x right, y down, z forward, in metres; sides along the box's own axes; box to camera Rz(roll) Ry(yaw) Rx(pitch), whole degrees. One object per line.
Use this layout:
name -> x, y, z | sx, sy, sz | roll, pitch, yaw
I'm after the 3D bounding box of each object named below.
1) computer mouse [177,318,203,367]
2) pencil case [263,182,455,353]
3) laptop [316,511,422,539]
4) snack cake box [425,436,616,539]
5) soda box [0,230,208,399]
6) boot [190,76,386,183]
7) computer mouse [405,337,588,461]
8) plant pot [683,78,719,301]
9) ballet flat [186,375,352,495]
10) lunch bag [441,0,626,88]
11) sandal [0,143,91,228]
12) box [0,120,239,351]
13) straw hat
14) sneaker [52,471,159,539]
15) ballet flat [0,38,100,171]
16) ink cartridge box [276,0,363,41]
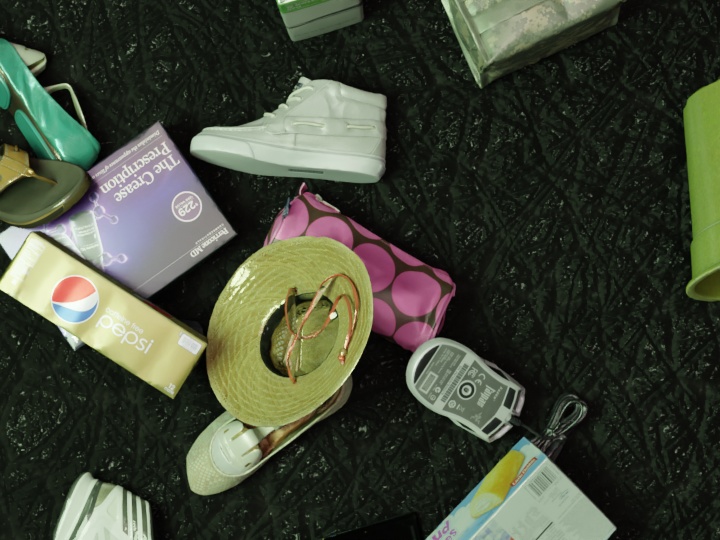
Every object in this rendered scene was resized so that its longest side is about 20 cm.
computer mouse -> -0.151, 0.078, 1.697 | 0.198, 0.034, 0.059 | 2, 86, -1
pencil case -> 0.000, 0.000, 1.681 | 0.199, 0.091, 0.094 | 31, 73, -1
laptop -> -0.031, 0.361, 1.694 | 0.199, 0.116, 0.189 | -12, 87, -31
snack cake box -> 0.140, 0.280, 1.656 | 0.200, 0.067, 0.115 | -46, 111, -3
soda box -> -0.244, 0.041, 1.606 | 0.199, 0.068, 0.064 | 34, 89, -5
boot -> -0.070, -0.148, 1.701 | 0.198, 0.074, 0.097 | 6, 80, -9
computer mouse -> 0.125, 0.128, 1.675 | 0.199, 0.044, 0.110 | 35, 92, -21
plant pot -> 0.398, -0.090, 1.657 | 0.198, 0.200, 0.192 | -10, 74, -2
ballet flat -> -0.096, 0.153, 1.679 | 0.199, 0.062, 0.068 | -37, 88, -3
lunch bag -> 0.153, -0.315, 1.688 | 0.163, 0.118, 0.201 | -24, 81, -2
sandal -> -0.350, -0.098, 1.648 | 0.199, 0.055, 0.082 | 23, 67, 35
box -> -0.240, -0.033, 1.679 | 0.199, 0.079, 0.142 | -36, 93, -3
straw hat -> -0.047, 0.068, 1.627 | 0.200, 0.085, 0.203 | -14, 65, 32
sneaker -> -0.260, 0.312, 1.659 | 0.114, 0.076, 0.202 | 20, 84, 2
ballet flat -> -0.333, -0.180, 1.701 | 0.070, 0.067, 0.201 | -37, 88, -27
ink cartridge box -> -0.057, -0.318, 1.640 | 0.083, 0.200, 0.147 | -18, 87, 0
